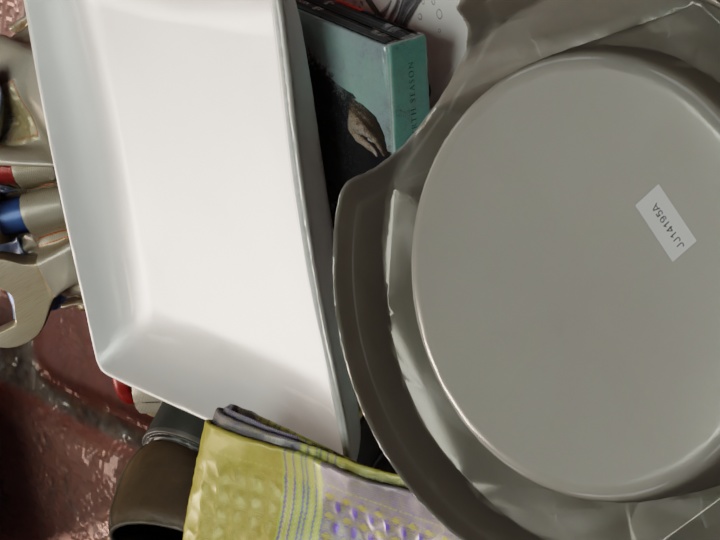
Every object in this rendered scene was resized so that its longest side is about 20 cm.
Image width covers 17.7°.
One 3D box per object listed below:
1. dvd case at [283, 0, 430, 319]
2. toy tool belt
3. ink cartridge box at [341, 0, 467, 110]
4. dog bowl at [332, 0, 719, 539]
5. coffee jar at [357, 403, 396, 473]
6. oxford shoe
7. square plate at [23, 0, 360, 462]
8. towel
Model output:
[{"bbox_3d":[-0.037,-0.048,0.916,0.200,0.022,0.147,31,132,49],"label":"dvd case"},{"bbox_3d":[-0.139,-0.026,1.084,0.122,0.125,0.201,-7,90,15],"label":"toy tool belt"},{"bbox_3d":[0.049,-0.100,0.877,0.201,0.084,0.146,57,133,20],"label":"ink cartridge box"},{"bbox_3d":[0.085,0.001,0.755,0.199,0.059,0.202,5,98,37],"label":"dog bowl"},{"bbox_3d":[0.000,0.000,0.995,0.200,0.085,0.104,55,138,20],"label":"coffee jar"},{"bbox_3d":[-0.016,0.136,0.969,0.199,0.085,0.073,25,149,10],"label":"oxford shoe"},{"bbox_3d":[-0.066,-0.033,0.921,0.200,0.028,0.199,18,123,53],"label":"square plate"},{"bbox_3d":[-0.024,0.159,0.863,0.143,0.023,0.201,19,99,33],"label":"towel"}]
